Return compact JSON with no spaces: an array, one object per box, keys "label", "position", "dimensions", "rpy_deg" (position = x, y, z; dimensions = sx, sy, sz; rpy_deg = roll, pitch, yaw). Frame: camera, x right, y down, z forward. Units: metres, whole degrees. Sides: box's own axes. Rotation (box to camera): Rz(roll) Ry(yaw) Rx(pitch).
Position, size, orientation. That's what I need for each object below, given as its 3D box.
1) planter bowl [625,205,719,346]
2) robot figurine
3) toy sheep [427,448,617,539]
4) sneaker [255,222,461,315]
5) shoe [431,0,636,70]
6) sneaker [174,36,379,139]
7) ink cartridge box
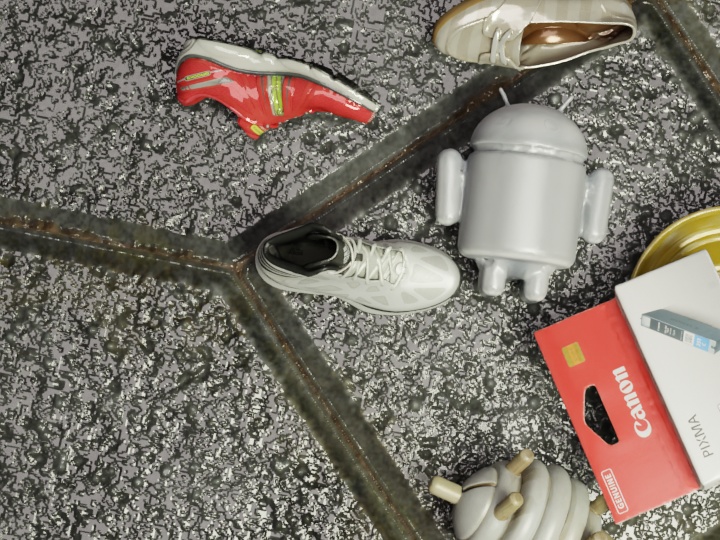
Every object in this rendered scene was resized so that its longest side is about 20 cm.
[{"label":"planter bowl","position":[0.352,0.042,1.721],"dimensions":[0.200,0.083,0.201],"rpy_deg":[-1,85,6]},{"label":"robot figurine","position":[0.153,-0.071,1.707],"dimensions":[0.169,0.113,0.201],"rpy_deg":[8,87,-3]},{"label":"toy sheep","position":[0.155,0.235,1.685],"dimensions":[0.200,0.138,0.138],"rpy_deg":[29,86,-7]},{"label":"sneaker","position":[0.000,0.000,1.696],"dimensions":[0.200,0.115,0.076],"rpy_deg":[6,87,-3]},{"label":"shoe","position":[0.169,-0.231,1.733],"dimensions":[0.199,0.053,0.070],"rpy_deg":[-8,132,-5]},{"label":"sneaker","position":[-0.081,-0.165,1.731],"dimensions":[0.199,0.077,0.085],"rpy_deg":[15,98,5]},{"label":"ink cartridge box","position":[0.274,0.106,1.644],"dimensions":[0.176,0.045,0.200],"rpy_deg":[-23,74,3]}]
